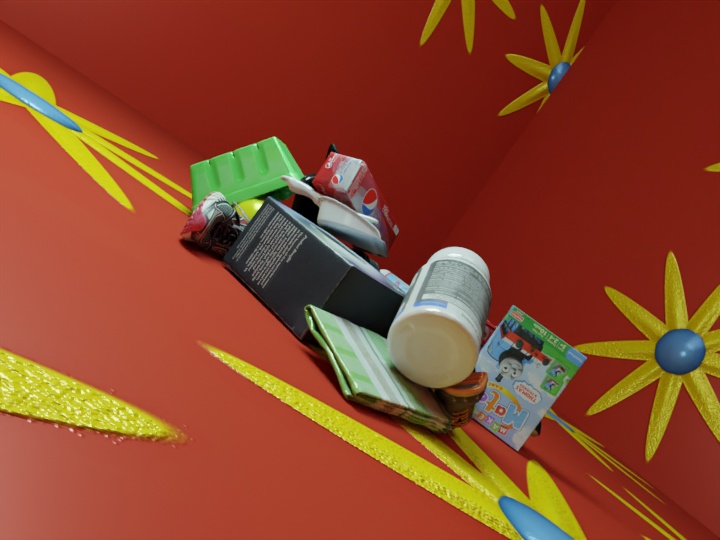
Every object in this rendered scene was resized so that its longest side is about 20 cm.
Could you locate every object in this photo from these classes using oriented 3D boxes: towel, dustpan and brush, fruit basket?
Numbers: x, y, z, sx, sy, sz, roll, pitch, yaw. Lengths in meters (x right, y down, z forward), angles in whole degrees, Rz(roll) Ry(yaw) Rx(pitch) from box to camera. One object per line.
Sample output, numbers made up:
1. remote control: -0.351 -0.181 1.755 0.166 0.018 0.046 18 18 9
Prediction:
1. towel: 0.021 0.124 0.814 0.200 0.031 0.149 29 19 -45
2. dustpan and brush: -0.041 -0.089 1.022 0.199 0.057 0.140 21 -7 9
3. fruit basket: -0.184 -0.109 1.156 0.215 0.216 0.156 36 4 2

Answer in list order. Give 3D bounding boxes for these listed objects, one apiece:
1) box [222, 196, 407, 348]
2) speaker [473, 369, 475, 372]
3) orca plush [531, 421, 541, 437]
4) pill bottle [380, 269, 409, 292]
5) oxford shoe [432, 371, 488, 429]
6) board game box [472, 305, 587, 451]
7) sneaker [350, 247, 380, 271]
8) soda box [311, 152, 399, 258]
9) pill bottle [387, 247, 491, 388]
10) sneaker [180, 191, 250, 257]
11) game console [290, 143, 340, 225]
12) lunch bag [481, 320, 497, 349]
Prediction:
1. box: -0.050 0.020 0.946 0.198 0.123 0.200 40 5 36
2. speaker: 0.101 0.140 1.151 0.200 0.081 0.081 37 4 33
3. orca plush: 0.250 0.232 1.240 0.199 0.071 0.105 21 -22 21
4. pill bottle: 0.068 0.068 1.565 0.200 0.109 0.109 36 3 15
5. oxford shoe: 0.136 0.175 0.893 0.071 0.073 0.200 -7 -8 2
6. board game box: 0.268 0.186 1.152 0.151 0.200 0.037 36 4 7
7. sneaker: 0.000 0.000 1.161 0.076 0.088 0.200 27 24 10
8. soda box: -0.003 -0.103 1.093 0.070 0.064 0.200 20 -21 30
9. pill bottle: 0.112 0.052 0.877 0.114 0.114 0.200 35 32 -2
10. sneaker: -0.190 -0.056 0.961 0.075 0.081 0.200 38 3 11
11. game console: -0.097 -0.108 1.180 0.116 0.201 0.176 37 34 28
12. lunch bag: 0.180 0.123 1.336 0.200 0.176 0.082 33 4 -36
